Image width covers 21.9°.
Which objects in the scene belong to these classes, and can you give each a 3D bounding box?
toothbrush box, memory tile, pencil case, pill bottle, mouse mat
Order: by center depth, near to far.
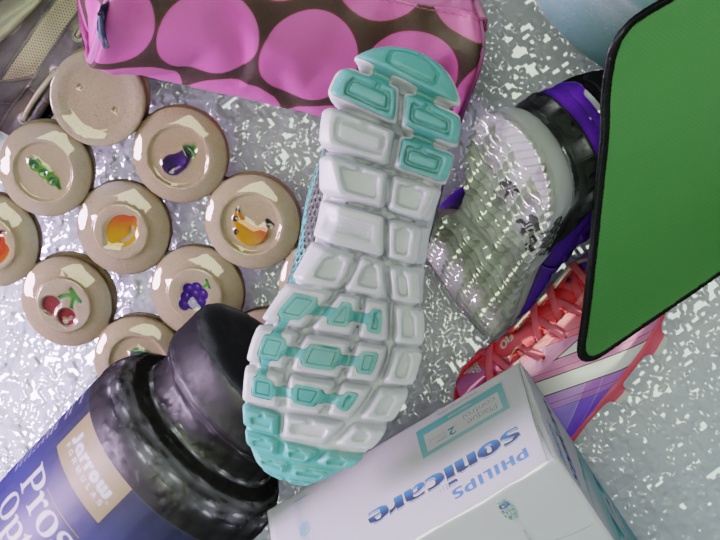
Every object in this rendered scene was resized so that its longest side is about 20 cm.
[{"bbox_3d":[0.160,-0.061,0.834,0.160,0.201,0.008,-31,51,-27],"label":"mouse mat"},{"bbox_3d":[0.069,0.169,0.888,0.146,0.085,0.200,-32,119,9],"label":"toothbrush box"},{"bbox_3d":[-0.036,-0.123,0.896,0.198,0.091,0.094,8,134,-19],"label":"pencil case"},{"bbox_3d":[-0.112,0.114,0.925,0.112,0.112,0.200,46,109,4],"label":"pill bottle"},{"bbox_3d":[-0.103,-0.005,0.952,0.200,0.017,0.153,40,109,-5],"label":"memory tile"}]

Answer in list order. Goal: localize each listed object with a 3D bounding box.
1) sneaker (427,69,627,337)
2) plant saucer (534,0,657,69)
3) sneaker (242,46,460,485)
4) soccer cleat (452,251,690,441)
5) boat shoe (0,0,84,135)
[{"bbox_3d":[0.093,-0.035,0.880,0.099,0.200,0.070,-32,80,-19],"label":"sneaker"},{"bbox_3d":[0.165,-0.181,0.858,0.198,0.036,0.202,0,89,-3],"label":"plant saucer"},{"bbox_3d":[0.000,0.000,0.856,0.077,0.091,0.201,19,92,0],"label":"sneaker"},{"bbox_3d":[0.091,0.047,0.927,0.076,0.067,0.201,28,101,-16],"label":"soccer cleat"},{"bbox_3d":[-0.128,-0.145,0.959,0.200,0.075,0.073,-41,96,17],"label":"boat shoe"}]
